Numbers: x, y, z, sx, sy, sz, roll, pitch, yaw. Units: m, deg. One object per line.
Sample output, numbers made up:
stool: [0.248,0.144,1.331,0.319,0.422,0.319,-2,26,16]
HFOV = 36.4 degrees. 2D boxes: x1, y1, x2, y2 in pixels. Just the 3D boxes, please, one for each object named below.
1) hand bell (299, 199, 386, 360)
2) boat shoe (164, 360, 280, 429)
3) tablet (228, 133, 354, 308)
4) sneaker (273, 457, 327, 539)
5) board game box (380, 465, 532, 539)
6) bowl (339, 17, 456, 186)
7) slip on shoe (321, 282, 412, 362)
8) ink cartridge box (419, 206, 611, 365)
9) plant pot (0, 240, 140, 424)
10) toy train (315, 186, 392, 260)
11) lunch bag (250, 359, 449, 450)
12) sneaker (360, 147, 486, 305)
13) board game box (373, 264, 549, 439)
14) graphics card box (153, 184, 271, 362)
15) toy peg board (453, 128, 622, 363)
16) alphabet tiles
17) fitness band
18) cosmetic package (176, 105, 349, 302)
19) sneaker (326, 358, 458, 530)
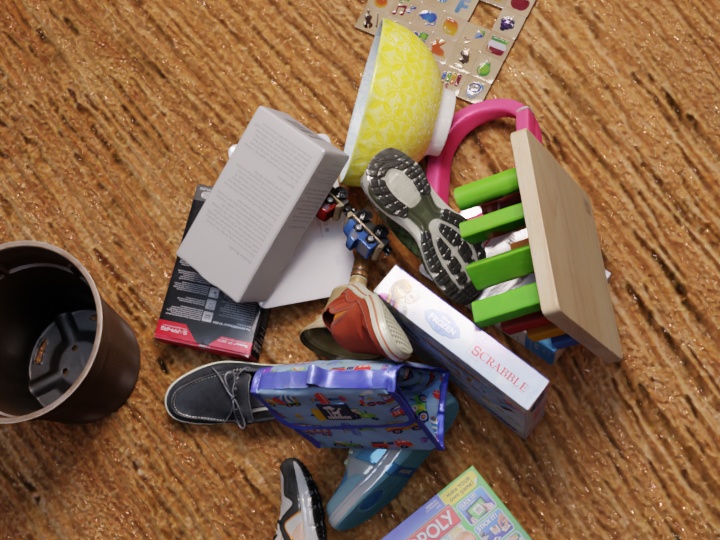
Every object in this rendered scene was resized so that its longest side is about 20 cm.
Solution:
hand bell: [0.000,0.000,1.296,0.104,0.104,0.200,7,64,11]
boat shoe: [-0.135,0.144,1.278,0.199,0.062,0.075,-4,95,7]
tablet: [-0.079,-0.062,1.318,0.130,0.014,0.201,-10,83,-19]
sneaker: [-0.075,0.310,1.224,0.080,0.074,0.201,-12,73,7]
board game box: [0.090,0.332,1.215,0.200,0.029,0.135,-39,73,-3]
bowl: [0.050,-0.186,1.296,0.107,0.200,0.201,14,76,-6]
slip on shoe: [0.004,0.060,1.117,0.061,0.200,0.074,-35,105,-6]
ink cartridge box: [0.174,0.003,1.275,0.200,0.067,0.116,34,81,16]
plant pot: [-0.357,0.089,1.264,0.200,0.198,0.201,-2,75,8]
toy train: [-0.041,-0.083,1.278,0.200,0.034,0.046,44,56,13]
lunch bag: [-0.009,0.123,1.121,0.150,0.200,0.094,-2,72,21]
sneaker: [0.068,-0.048,1.231,0.077,0.089,0.200,-38,100,-15]
board game box: [0.112,0.093,1.190,0.200,0.200,0.041,38,81,16]
graphics card box: [-0.163,0.003,1.335,0.125,0.051,0.201,10,76,11]
toy peg board: [0.183,-0.011,1.155,0.098,0.199,0.201,-18,64,25]
alphabet tiles: [0.101,-0.318,1.410,0.200,0.008,0.167,25,80,15]
fitness band: [0.142,-0.123,1.287,0.143,0.037,0.200,-17,48,31]
cosmetic package: [-0.111,-0.073,1.245,0.101,0.071,0.200,37,103,20]
sneaker: [0.006,0.187,1.250,0.131,0.080,0.200,41,89,28]
